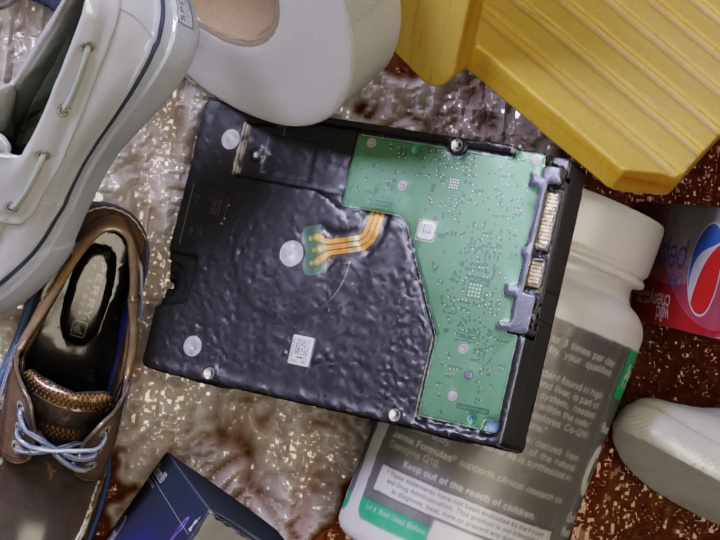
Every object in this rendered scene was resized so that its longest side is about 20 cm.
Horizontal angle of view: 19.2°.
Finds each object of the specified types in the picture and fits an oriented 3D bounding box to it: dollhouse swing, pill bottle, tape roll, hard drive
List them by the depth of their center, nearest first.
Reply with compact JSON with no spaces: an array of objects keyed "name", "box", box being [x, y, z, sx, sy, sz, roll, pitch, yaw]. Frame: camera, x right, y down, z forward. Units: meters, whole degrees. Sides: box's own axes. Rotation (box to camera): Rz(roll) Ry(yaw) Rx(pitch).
[{"name":"tape roll","box":[-0.066,-0.157,0.983,0.037,0.202,0.203,-43,99,-25]},{"name":"dollhouse swing","box":[0.120,-0.172,0.988,0.175,0.183,0.200,30,46,19]},{"name":"hard drive","box":[0.000,0.000,1.025,0.198,0.038,0.141,10,84,28]},{"name":"pill bottle","box":[0.073,0.056,1.062,0.112,0.113,0.202,21,89,-11]}]

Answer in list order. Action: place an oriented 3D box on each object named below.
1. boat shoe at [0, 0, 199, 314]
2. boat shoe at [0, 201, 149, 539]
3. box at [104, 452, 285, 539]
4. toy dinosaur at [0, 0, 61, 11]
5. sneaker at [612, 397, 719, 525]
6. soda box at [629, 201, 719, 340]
[{"name":"boat shoe","box":[-0.154,-0.064,0.999,0.066,0.074,0.200,17,122,-35]},{"name":"boat shoe","box":[-0.150,0.065,1.041,0.072,0.072,0.202,10,91,-11]},{"name":"box","box":[-0.092,0.173,0.992,0.079,0.200,0.142,39,85,-10]},{"name":"toy dinosaur","box":[-0.167,-0.169,1.025,0.180,0.105,0.202,22,75,-31]},{"name":"sneaker","box":[0.225,0.096,1.123,0.199,0.075,0.089,25,75,-17]},{"name":"soda box","box":[0.189,0.005,1.037,0.069,0.200,0.064,11,92,-10]}]
